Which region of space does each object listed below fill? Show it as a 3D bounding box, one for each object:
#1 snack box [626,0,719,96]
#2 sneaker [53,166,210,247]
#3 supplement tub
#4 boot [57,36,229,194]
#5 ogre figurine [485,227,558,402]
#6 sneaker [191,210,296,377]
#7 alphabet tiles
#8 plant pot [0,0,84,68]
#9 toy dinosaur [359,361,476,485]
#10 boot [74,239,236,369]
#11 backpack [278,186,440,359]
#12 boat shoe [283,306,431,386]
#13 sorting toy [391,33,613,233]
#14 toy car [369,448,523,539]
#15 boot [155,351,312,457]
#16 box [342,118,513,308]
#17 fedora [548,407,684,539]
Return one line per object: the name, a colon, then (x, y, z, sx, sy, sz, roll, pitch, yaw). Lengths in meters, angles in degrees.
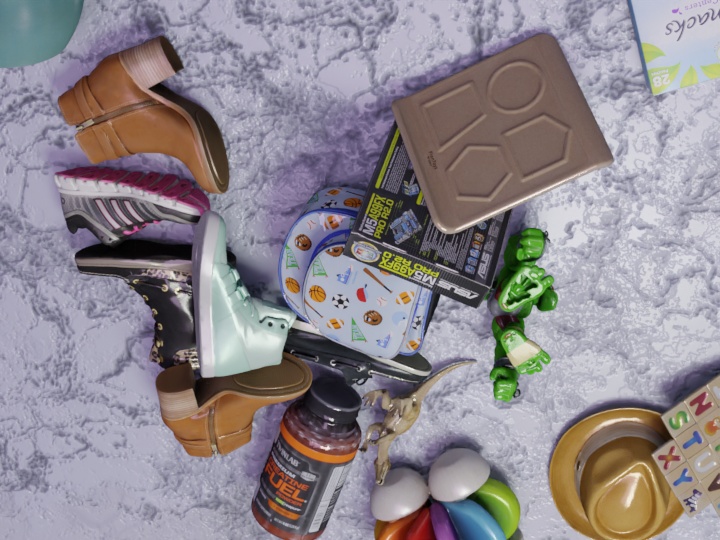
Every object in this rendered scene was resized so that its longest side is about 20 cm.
snack box: (0.381, -0.294, 1.133, 0.198, 0.068, 0.170, -13, 108, 14)
sneaker: (-0.275, -0.069, 1.310, 0.198, 0.074, 0.088, 9, 112, 10)
supplement tub: (-0.063, 0.237, 1.379, 0.106, 0.107, 0.201, 20, 112, 0)
boot: (-0.252, -0.156, 1.275, 0.154, 0.074, 0.201, -25, 93, 15)
ogre figurine: (0.181, 0.035, 1.259, 0.097, 0.120, 0.202, -11, 111, 7)
sneaker: (-0.136, 0.024, 1.282, 0.117, 0.074, 0.202, -5, 108, -15)
alphabet tiles: (0.454, 0.203, 1.309, 0.199, 0.006, 0.167, -34, 103, -3)
plant pot: (-0.388, -0.316, 1.169, 0.199, 0.201, 0.162, 6, 124, 5)
toy dinosaur: (0.053, 0.172, 1.353, 0.058, 0.101, 0.201, 41, 101, 33)
boot: (-0.254, 0.043, 1.350, 0.198, 0.073, 0.152, 2, 111, -2)
backpack: (0.000, 0.000, 1.262, 0.189, 0.154, 0.201, 20, 115, 10)
boat shoe: (-0.012, 0.108, 1.336, 0.198, 0.075, 0.067, 19, 107, 4)
sorting toy: (0.150, -0.147, 1.176, 0.199, 0.186, 0.037, -22, 151, 6)
toy car: (0.107, 0.337, 1.369, 0.199, 0.150, 0.176, -21, 106, 15)
boot: (-0.150, 0.178, 1.366, 0.198, 0.077, 0.156, -10, 138, -1)
box: (0.085, -0.073, 1.192, 0.159, 0.201, 0.044, 21, 143, -1)
fedora: (0.329, 0.270, 1.347, 0.199, 0.082, 0.202, 2, 111, 6)
